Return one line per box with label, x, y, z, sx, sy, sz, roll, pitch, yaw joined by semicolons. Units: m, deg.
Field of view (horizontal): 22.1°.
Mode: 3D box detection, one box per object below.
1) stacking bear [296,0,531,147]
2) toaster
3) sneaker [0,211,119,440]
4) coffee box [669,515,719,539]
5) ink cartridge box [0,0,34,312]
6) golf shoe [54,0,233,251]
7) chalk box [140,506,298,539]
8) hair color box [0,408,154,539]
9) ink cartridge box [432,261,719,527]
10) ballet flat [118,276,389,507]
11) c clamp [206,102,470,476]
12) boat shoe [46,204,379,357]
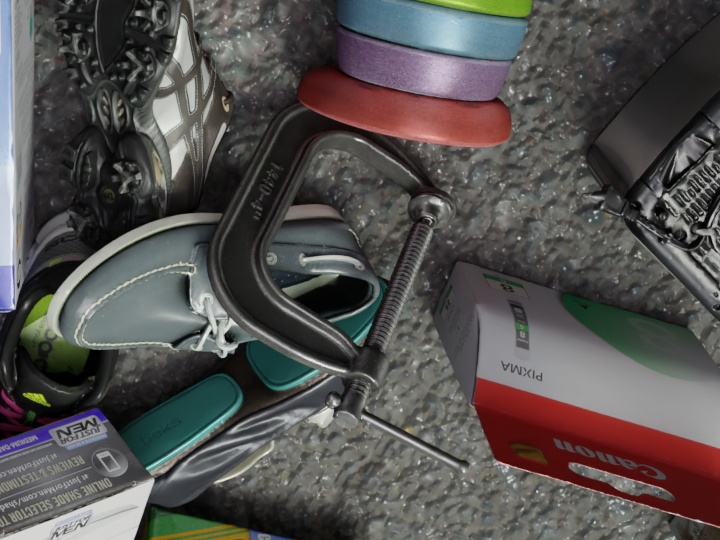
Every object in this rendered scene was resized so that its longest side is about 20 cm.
stacking bear;0.044;-0.176;0.992;0.121;0.114;0.201;8;103;-10
toaster;0.243;-0.055;1.048;0.181;0.119;0.200;-45;108;8
sneaker;-0.185;0.067;1.051;0.073;0.087;0.201;20;105;-13
coffee box;0.288;0.118;1.115;0.080;0.114;0.200;32;101;-15
ink cartridge box;-0.213;-0.063;0.978;0.076;0.137;0.201;0;108;-5
golf shoe;-0.114;-0.110;1.006;0.078;0.094;0.201;22;116;25
chalk box;-0.048;0.243;1.092;0.199;0.125;0.124;13;128;-11
hair color box;-0.197;0.179;1.040;0.109;0.065;0.200;-17;144;-40
ink cartridge box;0.135;0.067;1.032;0.160;0.200;0.050;17;105;-13
ballet flat;-0.056;0.076;1.088;0.200;0.073;0.073;-34;109;-2
c clamp;0.000;0.000;1.013;0.170;0.201;0.027;25;142;-12
boat shoe;-0.074;0.012;1.005;0.199;0.062;0.073;-13;140;-38
